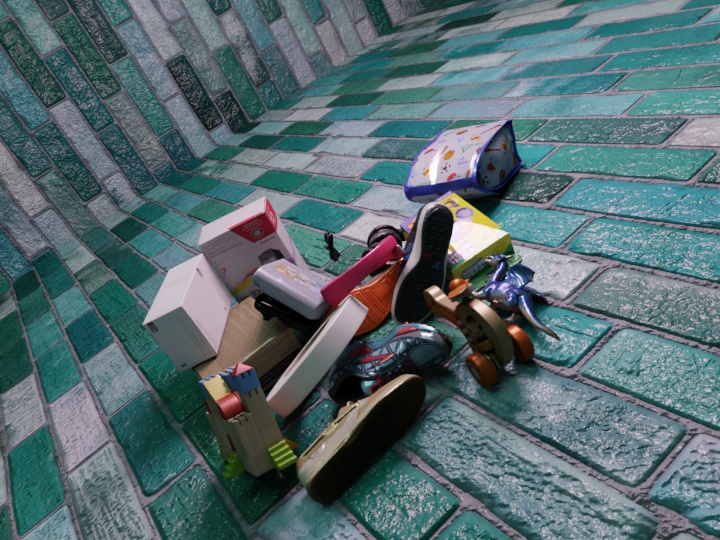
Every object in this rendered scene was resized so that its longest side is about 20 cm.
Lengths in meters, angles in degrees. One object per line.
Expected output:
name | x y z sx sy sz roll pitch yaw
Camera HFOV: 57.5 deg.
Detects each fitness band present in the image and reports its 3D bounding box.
fitness band | 0.000 0.000 1.028 0.143 0.037 0.200 -36 1 -1

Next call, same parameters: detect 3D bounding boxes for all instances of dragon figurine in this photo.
dragon figurine | 0.221 0.029 0.920 0.099 0.059 0.200 -38 26 -16

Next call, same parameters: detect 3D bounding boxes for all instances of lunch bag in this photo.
lunch bag | 0.197 -0.197 1.280 0.170 0.124 0.200 -5 27 39

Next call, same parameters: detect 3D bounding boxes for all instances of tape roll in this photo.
tape roll | -0.064 0.124 0.958 0.203 0.037 0.203 -51 3 4

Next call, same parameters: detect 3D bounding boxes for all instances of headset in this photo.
headset | 0.035 -0.044 1.199 0.199 0.094 0.124 -7 32 18

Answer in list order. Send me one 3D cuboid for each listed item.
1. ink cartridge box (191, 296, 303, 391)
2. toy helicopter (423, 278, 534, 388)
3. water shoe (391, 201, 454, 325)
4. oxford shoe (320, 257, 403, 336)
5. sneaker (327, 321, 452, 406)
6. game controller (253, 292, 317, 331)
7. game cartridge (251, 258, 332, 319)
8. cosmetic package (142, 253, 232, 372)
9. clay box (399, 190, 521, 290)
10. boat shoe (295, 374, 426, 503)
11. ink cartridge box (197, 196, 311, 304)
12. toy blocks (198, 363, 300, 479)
ink cartridge box | -0.206 0.142 1.133 0.165 0.075 0.200 -38 28 -15
toy helicopter | 0.134 0.057 0.875 0.079 0.132 0.200 -33 25 -11
water shoe | 0.098 -0.009 1.037 0.079 0.071 0.201 -143 72 -79
oxford shoe | 0.021 0.050 1.098 0.200 0.071 0.073 -33 2 -7
sneaker | 0.039 0.142 0.902 0.200 0.079 0.096 -24 30 33
game controller | -0.117 0.061 1.118 0.104 0.042 0.200 15 7 1
game cartridge | -0.103 0.031 1.123 0.042 0.133 0.200 -64 -2 7
cosmetic package | -0.296 0.069 1.147 0.081 0.113 0.200 -26 27 9
clay box | 0.164 -0.050 1.090 0.115 0.048 0.200 -34 39 -8
boat shoe | -0.003 0.198 0.829 0.200 0.074 0.066 -39 33 -19
ink cartridge box | -0.199 -0.019 1.270 0.147 0.200 0.086 -27 27 6
toy blocks | -0.166 0.192 0.883 0.100 0.137 0.200 -24 4 -27
